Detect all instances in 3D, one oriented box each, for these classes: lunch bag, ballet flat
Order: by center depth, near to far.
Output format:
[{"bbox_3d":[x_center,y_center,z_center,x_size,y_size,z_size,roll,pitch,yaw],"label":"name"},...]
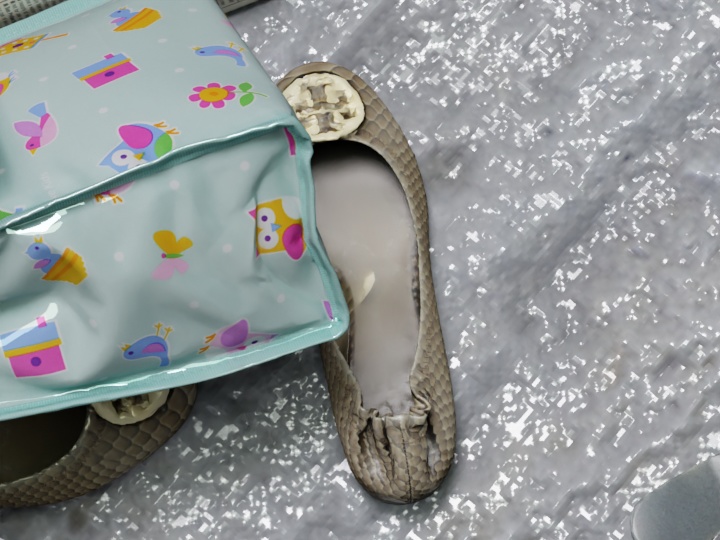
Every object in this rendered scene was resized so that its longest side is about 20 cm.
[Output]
[{"bbox_3d":[-0.128,-0.023,1.030,0.200,0.122,0.170,-18,31,-9],"label":"lunch bag"},{"bbox_3d":[-0.166,0.067,1.073,0.200,0.046,0.067,-15,70,0],"label":"ballet flat"},{"bbox_3d":[0.000,0.000,1.089,0.067,0.046,0.200,-11,71,0],"label":"ballet flat"}]

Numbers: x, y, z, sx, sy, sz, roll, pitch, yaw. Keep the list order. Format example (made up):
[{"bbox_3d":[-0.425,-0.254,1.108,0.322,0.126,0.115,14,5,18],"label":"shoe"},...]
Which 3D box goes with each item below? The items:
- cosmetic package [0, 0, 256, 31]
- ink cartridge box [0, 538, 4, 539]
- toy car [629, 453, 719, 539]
[{"bbox_3d":[-0.140,-0.141,1.120,0.200,0.103,0.087,-20,69,-3],"label":"cosmetic package"},{"bbox_3d":[-0.138,0.150,0.973,0.200,0.146,0.084,27,75,-4],"label":"ink cartridge box"},{"bbox_3d":[0.197,0.049,1.001,0.164,0.158,0.200,34,80,26],"label":"toy car"}]
